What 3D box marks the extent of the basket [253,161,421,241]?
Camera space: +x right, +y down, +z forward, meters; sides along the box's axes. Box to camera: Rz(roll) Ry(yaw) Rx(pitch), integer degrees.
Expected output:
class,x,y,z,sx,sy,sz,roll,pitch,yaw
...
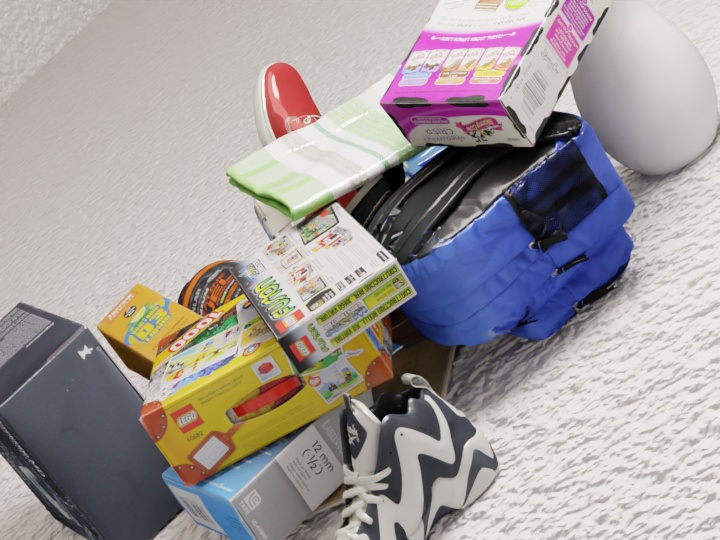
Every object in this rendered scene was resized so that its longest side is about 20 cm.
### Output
class,x,y,z,sx,sy,sz,roll,pitch,yaw
basket,-0.016,-0.064,1.895,0.176,0.140,0.200,-34,-15,6

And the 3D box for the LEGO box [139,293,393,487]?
class,x,y,z,sx,sy,sz,roll,pitch,yaw
LEGO box,-0.075,0.073,1.532,0.199,0.077,0.149,-29,20,12

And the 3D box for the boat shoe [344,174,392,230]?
class,x,y,z,sx,sy,sz,roll,pitch,yaw
boat shoe,-0.001,0.001,1.625,0.074,0.066,0.200,-38,-20,-51

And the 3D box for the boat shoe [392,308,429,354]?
class,x,y,z,sx,sy,sz,roll,pitch,yaw
boat shoe,0.083,0.002,1.668,0.199,0.072,0.076,-35,21,3

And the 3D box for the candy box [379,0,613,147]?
class,x,y,z,sx,sy,sz,roll,pitch,yaw
candy box,0.121,-0.195,1.527,0.136,0.061,0.201,4,56,45

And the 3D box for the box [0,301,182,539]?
class,x,y,z,sx,sy,sz,roll,pitch,yaw
box,-0.273,0.148,1.727,0.117,0.197,0.200,-43,22,-18

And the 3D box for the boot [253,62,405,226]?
class,x,y,z,sx,sy,sz,roll,pitch,yaw
boot,-0.024,-0.130,1.730,0.072,0.201,0.144,-6,-22,-40

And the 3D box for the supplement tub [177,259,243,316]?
class,x,y,z,sx,sy,sz,roll,pitch,yaw
supplement tub,-0.113,0.044,1.835,0.107,0.107,0.200,-44,22,-21

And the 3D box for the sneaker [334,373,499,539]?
class,x,y,z,sx,sy,sz,roll,pitch,yaw
sneaker,0.003,0.160,1.373,0.199,0.130,0.079,-42,21,-15

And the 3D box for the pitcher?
class,x,y,z,sx,sy,sz,roll,pitch,yaw
pitcher,0.245,-0.201,1.671,0.121,0.200,0.172,-23,24,29

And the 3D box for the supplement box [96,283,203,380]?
class,x,y,z,sx,sy,sz,roll,pitch,yaw
supplement box,-0.171,0.076,1.728,0.067,0.069,0.200,-47,32,-15

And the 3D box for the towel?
class,x,y,z,sx,sy,sz,roll,pitch,yaw
towel,-0.008,-0.115,1.605,0.199,0.031,0.149,-30,26,-18

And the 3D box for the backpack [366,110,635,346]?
class,x,y,z,sx,sy,sz,roll,pitch,yaw
backpack,0.115,-0.021,1.528,0.200,0.168,0.162,-37,16,-14

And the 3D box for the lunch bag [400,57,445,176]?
class,x,y,z,sx,sy,sz,roll,pitch,yaw
lunch bag,0.057,-0.167,2.066,0.200,0.094,0.151,-44,23,5

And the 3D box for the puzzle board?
class,x,y,z,sx,sy,sz,roll,pitch,yaw
puzzle board,0.011,0.134,1.577,0.150,0.017,0.200,-27,22,24

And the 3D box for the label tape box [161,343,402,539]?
class,x,y,z,sx,sy,sz,roll,pitch,yaw
label tape box,-0.054,0.141,1.555,0.200,0.066,0.143,-40,20,-21

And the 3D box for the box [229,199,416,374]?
class,x,y,z,sx,sy,sz,roll,pitch,yaw
box,-0.034,0.008,1.455,0.110,0.035,0.200,-34,21,-3
